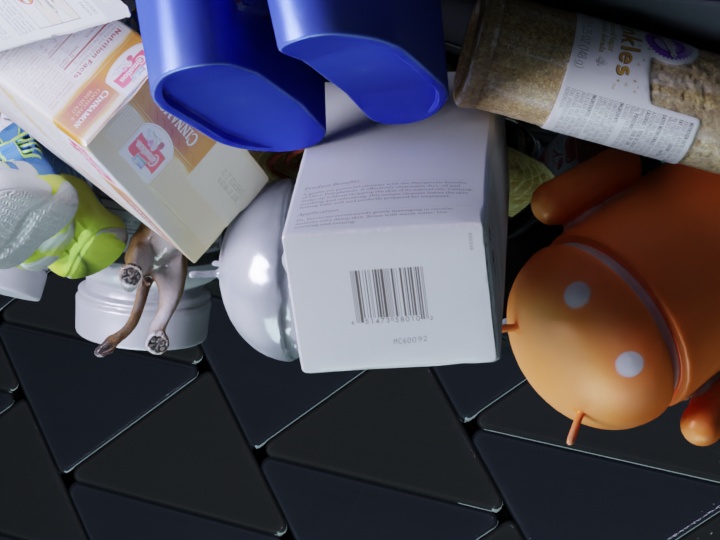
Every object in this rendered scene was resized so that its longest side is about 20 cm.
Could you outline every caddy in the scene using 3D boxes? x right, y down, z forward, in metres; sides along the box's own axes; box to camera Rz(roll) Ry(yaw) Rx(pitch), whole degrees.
[{"bbox_3d":[-0.034,-0.135,1.058,0.141,0.105,0.200,-13,166,17],"label":"caddy"}]

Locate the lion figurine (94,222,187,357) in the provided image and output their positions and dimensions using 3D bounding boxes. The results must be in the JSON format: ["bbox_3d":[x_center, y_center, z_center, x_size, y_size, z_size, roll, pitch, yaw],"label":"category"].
[{"bbox_3d":[-0.116,-0.039,1.406,0.072,0.200,0.123,36,-161,-20],"label":"lion figurine"}]

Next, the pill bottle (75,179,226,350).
[{"bbox_3d":[-0.149,-0.052,1.500,0.114,0.200,0.114,5,-167,-1],"label":"pill bottle"}]

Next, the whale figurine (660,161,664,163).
[{"bbox_3d":[0.253,-0.034,1.296,0.200,0.104,0.159,16,176,23],"label":"whale figurine"}]

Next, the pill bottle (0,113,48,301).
[{"bbox_3d":[-0.249,-0.084,1.543,0.112,0.200,0.112,15,174,2],"label":"pill bottle"}]

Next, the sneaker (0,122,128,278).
[{"bbox_3d":[-0.224,-0.055,1.366,0.105,0.076,0.200,57,-176,17],"label":"sneaker"}]

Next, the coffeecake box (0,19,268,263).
[{"bbox_3d":[-0.169,-0.111,1.253,0.200,0.073,0.154,37,172,31],"label":"coffeecake box"}]

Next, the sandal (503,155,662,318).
[{"bbox_3d":[0.113,-0.012,1.232,0.200,0.076,0.043,-26,-176,-29],"label":"sandal"}]

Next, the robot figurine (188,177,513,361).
[{"bbox_3d":[0.000,0.000,1.291,0.200,0.113,0.170,1,173,7],"label":"robot figurine"}]

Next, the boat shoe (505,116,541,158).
[{"bbox_3d":[0.084,-0.074,1.465,0.072,0.072,0.200,10,172,33],"label":"boat shoe"}]

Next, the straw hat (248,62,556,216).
[{"bbox_3d":[0.026,-0.094,1.321,0.201,0.085,0.201,3,162,1],"label":"straw hat"}]

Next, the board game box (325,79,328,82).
[{"bbox_3d":[0.015,-0.066,1.501,0.035,0.126,0.200,-35,150,23],"label":"board game box"}]

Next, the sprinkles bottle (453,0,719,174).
[{"bbox_3d":[0.153,-0.095,1.132,0.200,0.068,0.068,15,174,-4],"label":"sprinkles bottle"}]

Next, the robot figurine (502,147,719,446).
[{"bbox_3d":[0.165,0.014,1.177,0.117,0.200,0.144,29,144,46],"label":"robot figurine"}]

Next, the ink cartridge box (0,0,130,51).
[{"bbox_3d":[-0.217,-0.182,1.080,0.200,0.050,0.161,-9,134,45],"label":"ink cartridge box"}]

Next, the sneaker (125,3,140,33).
[{"bbox_3d":[-0.105,-0.140,1.290,0.090,0.075,0.200,8,173,3],"label":"sneaker"}]

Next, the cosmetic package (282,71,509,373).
[{"bbox_3d":[0.024,-0.032,1.135,0.108,0.085,0.200,-4,-154,9],"label":"cosmetic package"}]

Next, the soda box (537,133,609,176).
[{"bbox_3d":[0.216,-0.035,1.438,0.200,0.070,0.063,17,139,-20],"label":"soda box"}]
